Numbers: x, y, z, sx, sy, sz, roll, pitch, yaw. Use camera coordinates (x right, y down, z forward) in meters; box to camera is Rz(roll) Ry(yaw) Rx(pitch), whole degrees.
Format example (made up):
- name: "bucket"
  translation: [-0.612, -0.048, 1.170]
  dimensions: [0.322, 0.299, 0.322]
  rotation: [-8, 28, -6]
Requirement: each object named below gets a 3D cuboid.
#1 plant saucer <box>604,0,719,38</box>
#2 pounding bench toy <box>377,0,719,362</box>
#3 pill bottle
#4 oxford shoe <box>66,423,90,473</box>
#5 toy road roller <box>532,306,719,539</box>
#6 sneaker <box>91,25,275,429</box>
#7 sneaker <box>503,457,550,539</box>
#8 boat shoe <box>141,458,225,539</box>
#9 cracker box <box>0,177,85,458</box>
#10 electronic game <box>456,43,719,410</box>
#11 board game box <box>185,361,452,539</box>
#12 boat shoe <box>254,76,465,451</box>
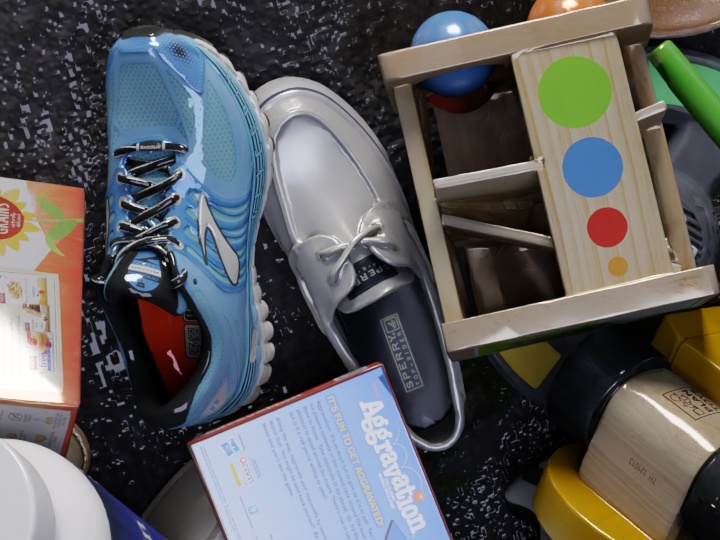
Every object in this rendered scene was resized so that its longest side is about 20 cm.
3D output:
- name: "plant saucer"
  translation: [0.146, -0.215, 1.282]
  dimensions: [0.200, 0.037, 0.201]
  rotation: [-2, 102, -11]
- name: "pounding bench toy"
  translation: [0.121, -0.056, 1.222]
  dimensions: [0.200, 0.124, 0.156]
  rotation: [-12, 86, 3]
- name: "pill bottle"
  translation: [-0.152, 0.143, 1.173]
  dimensions: [0.116, 0.200, 0.116]
  rotation: [-6, 67, 15]
- name: "oxford shoe"
  translation: [-0.225, 0.078, 1.253]
  dimensions: [0.200, 0.074, 0.071]
  rotation: [15, 99, -14]
- name: "toy road roller"
  translation: [0.165, 0.107, 1.238]
  dimensions: [0.200, 0.123, 0.146]
  rotation: [-10, 130, -46]
- name: "sneaker"
  translation: [-0.087, -0.017, 1.240]
  dimensions: [0.078, 0.090, 0.200]
  rotation: [-3, 105, 21]
- name: "sneaker"
  translation: [0.127, 0.182, 1.304]
  dimensions: [0.080, 0.074, 0.200]
  rotation: [-16, 67, 1]
- name: "boat shoe"
  translation: [-0.093, 0.171, 1.302]
  dimensions: [0.060, 0.072, 0.200]
  rotation: [37, 85, -28]
- name: "cracker box"
  translation: [-0.230, 0.015, 1.206]
  dimensions: [0.200, 0.134, 0.058]
  rotation: [8, 139, -13]
- name: "electronic game"
  translation: [0.144, -0.015, 1.324]
  dimensions: [0.200, 0.042, 0.200]
  rotation: [-2, 103, -11]
- name: "board game box"
  translation: [0.000, 0.155, 1.264]
  dimensions: [0.103, 0.019, 0.200]
  rotation: [-22, 94, -6]
- name: "boat shoe"
  translation: [0.000, 0.000, 1.285]
  dimensions: [0.072, 0.066, 0.200]
  rotation: [-22, 106, -6]
